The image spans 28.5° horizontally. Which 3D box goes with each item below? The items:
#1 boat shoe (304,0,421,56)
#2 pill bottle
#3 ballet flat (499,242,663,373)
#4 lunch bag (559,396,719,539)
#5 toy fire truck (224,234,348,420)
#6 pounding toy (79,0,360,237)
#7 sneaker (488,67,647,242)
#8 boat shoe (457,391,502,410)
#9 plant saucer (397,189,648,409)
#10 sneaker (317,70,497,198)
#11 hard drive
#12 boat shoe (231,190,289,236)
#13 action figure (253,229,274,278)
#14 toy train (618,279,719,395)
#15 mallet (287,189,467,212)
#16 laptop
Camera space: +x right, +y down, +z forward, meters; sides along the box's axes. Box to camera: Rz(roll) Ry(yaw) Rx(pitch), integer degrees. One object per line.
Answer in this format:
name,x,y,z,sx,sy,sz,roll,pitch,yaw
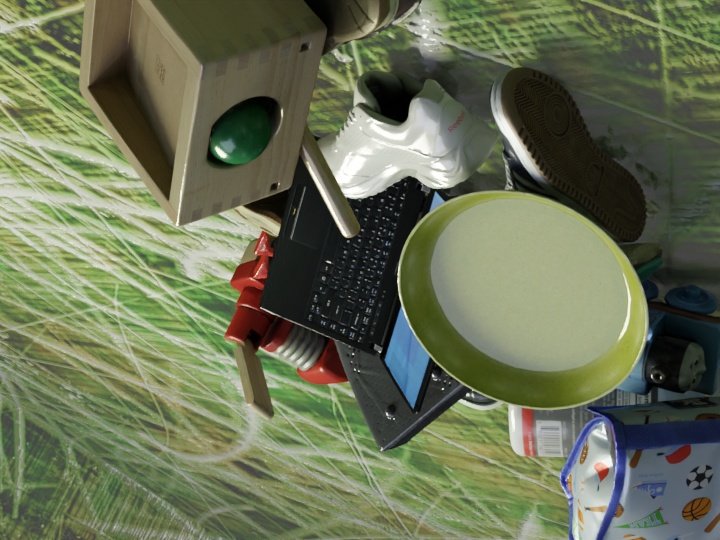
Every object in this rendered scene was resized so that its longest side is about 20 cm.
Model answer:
boat shoe,-0.005,-0.191,0.986,0.201,0.065,0.072,-169,64,-68
pill bottle,0.241,0.117,1.318,0.198,0.117,0.116,0,154,11
ballet flat,0.157,0.026,1.148,0.200,0.067,0.063,-45,70,32
lunch bag,0.269,0.172,1.192,0.168,0.125,0.201,-3,149,-5
toy fire truck,-0.068,0.079,1.521,0.175,0.201,0.128,34,158,-22
pounding toy,-0.093,-0.132,1.019,0.200,0.141,0.185,52,146,27
sneaker,0.129,-0.081,1.090,0.108,0.071,0.200,2,152,43
boat shoe,0.076,0.050,1.374,0.200,0.075,0.061,46,160,31
plant saucer,0.126,0.018,1.092,0.198,0.031,0.201,13,127,17
sneaker,0.019,-0.120,1.145,0.199,0.078,0.100,-5,130,50
hard drive,0.036,0.054,1.333,0.042,0.201,0.135,13,135,-43
boat shoe,-0.108,-0.084,1.366,0.065,0.073,0.200,5,157,41
action figure,-0.010,0.006,1.468,0.198,0.066,0.052,18,122,-18
toy train,0.220,0.054,1.223,0.199,0.114,0.087,16,120,26
mallet,0.026,-0.057,1.323,0.198,0.041,0.066,8,151,32
laptop,0.000,0.000,1.251,0.199,0.179,0.103,22,-161,15
